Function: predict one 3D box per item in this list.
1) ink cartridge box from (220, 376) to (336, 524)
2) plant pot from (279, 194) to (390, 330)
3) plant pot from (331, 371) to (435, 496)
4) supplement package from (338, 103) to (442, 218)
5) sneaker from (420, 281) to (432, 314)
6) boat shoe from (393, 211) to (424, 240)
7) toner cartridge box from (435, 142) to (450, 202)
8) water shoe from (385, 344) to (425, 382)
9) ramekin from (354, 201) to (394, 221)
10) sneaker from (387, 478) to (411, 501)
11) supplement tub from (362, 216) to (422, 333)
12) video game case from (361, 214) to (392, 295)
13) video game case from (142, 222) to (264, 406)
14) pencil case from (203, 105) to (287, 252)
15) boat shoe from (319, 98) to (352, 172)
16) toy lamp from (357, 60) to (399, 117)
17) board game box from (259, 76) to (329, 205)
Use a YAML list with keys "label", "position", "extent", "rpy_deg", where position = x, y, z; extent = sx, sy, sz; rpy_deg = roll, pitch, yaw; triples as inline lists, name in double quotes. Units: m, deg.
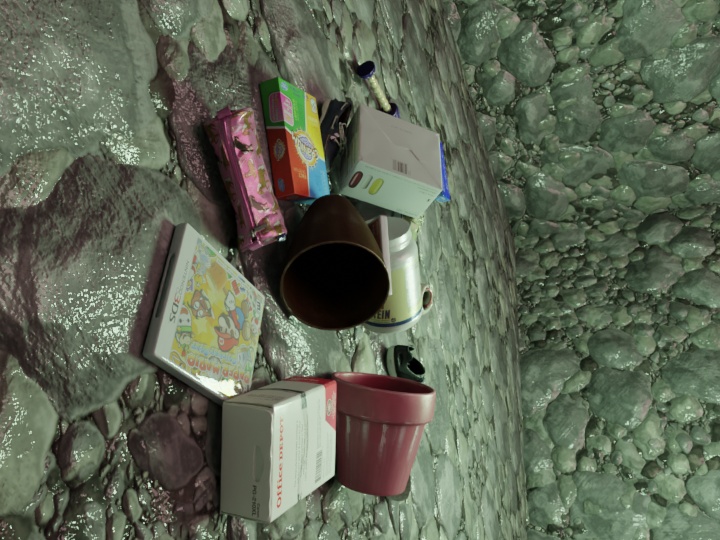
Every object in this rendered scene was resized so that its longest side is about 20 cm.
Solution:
- label: "ink cartridge box"
  position: [-0.109, 0.240, 0.869]
  extent: [0.199, 0.082, 0.151]
  rpy_deg: [0, 91, -68]
- label: "plant pot"
  position: [-0.049, -0.036, 1.084]
  extent: [0.203, 0.182, 0.189]
  rpy_deg: [-97, 163, -50]
- label: "plant pot"
  position: [0.031, 0.291, 1.113]
  extent: [0.199, 0.194, 0.186]
  rpy_deg: [11, 85, -66]
- label: "supplement package"
  position: [0.063, -0.229, 1.317]
  extent: [0.194, 0.111, 0.160]
  rpy_deg: [15, 57, -20]
- label: "sneaker"
  position: [0.143, 0.055, 1.581]
  extent: [0.202, 0.102, 0.077]
  rpy_deg: [-65, 137, -56]
- label: "boat shoe"
  position: [0.112, -0.121, 1.385]
  extent: [0.072, 0.060, 0.206]
  rpy_deg: [51, 36, -49]
- label: "toner cartridge box"
  position: [0.264, -0.344, 2.130]
  extent: [0.094, 0.042, 0.208]
  rpy_deg: [9, 72, -66]
- label: "water shoe"
  position: [0.121, 0.262, 1.469]
  extent: [0.073, 0.076, 0.204]
  rpy_deg: [-72, 146, -49]
- label: "ramekin"
  position: [0.057, -0.065, 1.428]
  extent: [0.201, 0.091, 0.210]
  rpy_deg: [-10, 90, -68]
- label: "sneaker"
  position: [0.066, 0.383, 1.300]
  extent: [0.081, 0.074, 0.207]
  rpy_deg: [-54, 132, -73]
- label: "supplement tub"
  position: [0.053, 0.009, 1.280]
  extent: [0.146, 0.140, 0.206]
  rpy_deg: [-59, 146, -58]
- label: "video game case"
  position: [0.000, 0.000, 1.164]
  extent: [0.017, 0.199, 0.148]
  rpy_deg: [5, 71, -26]
- label: "video game case"
  position: [-0.198, 0.069, 0.830]
  extent: [0.201, 0.022, 0.187]
  rpy_deg: [53, 35, -50]
- label: "pencil case"
  position: [-0.170, -0.135, 0.914]
  extent: [0.081, 0.085, 0.207]
  rpy_deg: [-22, 103, -35]
- label: "boat shoe"
  position: [-0.055, -0.276, 1.272]
  extent: [0.076, 0.060, 0.204]
  rpy_deg: [81, 14, -48]
- label: "toy lamp"
  position: [0.054, -0.460, 1.641]
  extent: [0.200, 0.056, 0.060]
  rpy_deg: [48, 38, -50]
- label: "board game box"
  position: [-0.117, -0.230, 1.136]
  extent: [0.152, 0.039, 0.208]
  rpy_deg: [-3, 84, -68]
